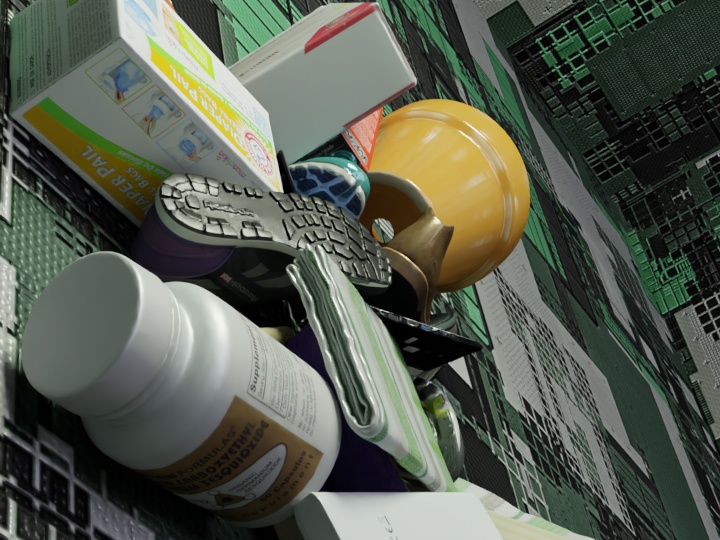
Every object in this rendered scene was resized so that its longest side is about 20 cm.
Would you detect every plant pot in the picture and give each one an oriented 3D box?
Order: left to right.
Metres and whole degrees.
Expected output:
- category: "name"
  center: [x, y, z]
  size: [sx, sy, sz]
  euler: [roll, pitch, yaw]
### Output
- category: "plant pot"
  center: [0.054, -0.061, 1.437]
  size: [0.202, 0.199, 0.183]
  euler: [60, 28, -2]

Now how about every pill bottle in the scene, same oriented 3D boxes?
- category: "pill bottle"
  center: [-0.106, 0.073, 0.854]
  size: [0.200, 0.114, 0.115]
  euler: [41, 25, -48]

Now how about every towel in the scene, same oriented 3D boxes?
- category: "towel"
  center: [0.011, 0.083, 1.001]
  size: [0.200, 0.030, 0.151]
  euler: [53, 15, -60]
- category: "towel"
  center: [0.125, 0.217, 1.218]
  size: [0.198, 0.031, 0.149]
  euler: [23, 0, 24]

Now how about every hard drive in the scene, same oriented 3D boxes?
- category: "hard drive"
  center: [0.050, 0.206, 0.924]
  size: [0.199, 0.026, 0.133]
  euler: [14, 40, -55]

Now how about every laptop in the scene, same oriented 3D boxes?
- category: "laptop"
  center: [0.000, 0.000, 1.171]
  size: [0.198, 0.105, 0.177]
  euler: [18, -12, -7]

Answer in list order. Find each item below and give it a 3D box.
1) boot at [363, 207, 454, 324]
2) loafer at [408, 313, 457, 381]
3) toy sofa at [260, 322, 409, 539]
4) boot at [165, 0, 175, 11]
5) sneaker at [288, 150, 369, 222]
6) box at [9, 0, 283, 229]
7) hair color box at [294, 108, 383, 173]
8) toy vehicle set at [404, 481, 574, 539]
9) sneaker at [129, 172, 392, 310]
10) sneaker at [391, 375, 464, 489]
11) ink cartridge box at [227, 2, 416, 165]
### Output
- category: "boot"
  center: [0.047, 0.008, 1.234]
  size: [0.073, 0.076, 0.200]
  euler: [36, -18, 7]
- category: "loafer"
  center: [0.050, 0.091, 1.400]
  size: [0.200, 0.071, 0.064]
  euler: [-27, 107, -67]
- category: "toy sofa"
  center: [-0.034, 0.136, 0.998]
  size: [0.202, 0.097, 0.083]
  euler: [64, 17, 9]
- category: "boot"
  center: [-0.183, -0.194, 1.155]
  size: [0.108, 0.075, 0.200]
  euler: [60, 8, 10]
- category: "sneaker"
  center: [-0.033, -0.075, 1.225]
  size: [0.078, 0.080, 0.200]
  euler: [45, -14, -10]
- category: "box"
  center: [-0.155, -0.115, 1.039]
  size: [0.200, 0.101, 0.113]
  euler: [45, 22, -42]
- category: "hair color box"
  center: [-0.039, -0.130, 1.411]
  size: [0.062, 0.101, 0.200]
  euler: [54, 18, -16]
- category: "toy vehicle set"
  center: [0.104, 0.239, 1.073]
  size: [0.026, 0.199, 0.126]
  euler: [-37, 122, -33]
- category: "sneaker"
  center: [-0.074, -0.008, 1.040]
  size: [0.198, 0.088, 0.076]
  euler: [16, 40, -27]
- category: "sneaker"
  center: [0.039, 0.131, 1.165]
  size: [0.085, 0.074, 0.200]
  euler: [53, -7, -31]
- category: "ink cartridge box"
  center: [-0.046, -0.175, 1.286]
  size: [0.084, 0.144, 0.200]
  euler: [58, -4, -15]
